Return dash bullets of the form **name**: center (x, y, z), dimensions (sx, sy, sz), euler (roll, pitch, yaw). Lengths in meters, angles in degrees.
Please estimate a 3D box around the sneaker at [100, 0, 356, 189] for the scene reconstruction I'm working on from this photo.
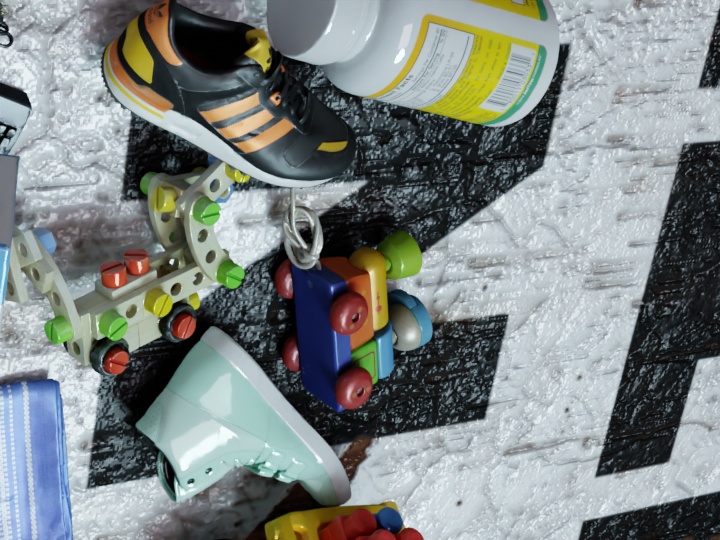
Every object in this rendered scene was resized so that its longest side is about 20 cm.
- **sneaker**: center (-0.073, -0.121, 1.209), dimensions (0.199, 0.071, 0.090), euler (22, 141, -28)

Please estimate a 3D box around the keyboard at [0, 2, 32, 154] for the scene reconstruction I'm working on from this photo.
- **keyboard**: center (-0.295, -0.129, 1.126), dimensions (0.199, 0.021, 0.128), euler (18, 106, -41)

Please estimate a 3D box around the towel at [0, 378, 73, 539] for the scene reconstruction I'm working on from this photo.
- **towel**: center (-0.304, 0.162, 1.279), dimensions (0.198, 0.024, 0.146), euler (-11, 111, -28)

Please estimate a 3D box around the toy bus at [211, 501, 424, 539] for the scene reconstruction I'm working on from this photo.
- **toy bus**: center (-0.041, 0.251, 1.412), dimensions (0.198, 0.137, 0.192), euler (0, 146, -33)

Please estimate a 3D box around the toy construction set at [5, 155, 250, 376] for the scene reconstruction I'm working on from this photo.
- **toy construction set**: center (-0.164, -0.007, 1.242), dimensions (0.199, 0.092, 0.132), euler (-17, 125, -26)

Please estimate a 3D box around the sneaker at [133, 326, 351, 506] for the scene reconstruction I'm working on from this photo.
- **sneaker**: center (-0.096, 0.148, 1.395), dimensions (0.118, 0.074, 0.201), euler (-47, 123, -10)

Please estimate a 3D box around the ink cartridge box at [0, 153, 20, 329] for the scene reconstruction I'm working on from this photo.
- **ink cartridge box**: center (-0.292, 0.035, 1.127), dimensions (0.127, 0.126, 0.202), euler (6, 119, -13)

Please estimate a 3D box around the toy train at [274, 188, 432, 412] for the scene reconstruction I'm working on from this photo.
- **toy train**: center (0.000, 0.000, 1.375), dimensions (0.115, 0.084, 0.202), euler (-27, 130, -32)

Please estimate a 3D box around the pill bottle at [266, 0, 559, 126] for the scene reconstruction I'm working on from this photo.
- **pill bottle**: center (0.036, -0.173, 1.266), dimensions (0.199, 0.113, 0.114), euler (8, 112, -38)
